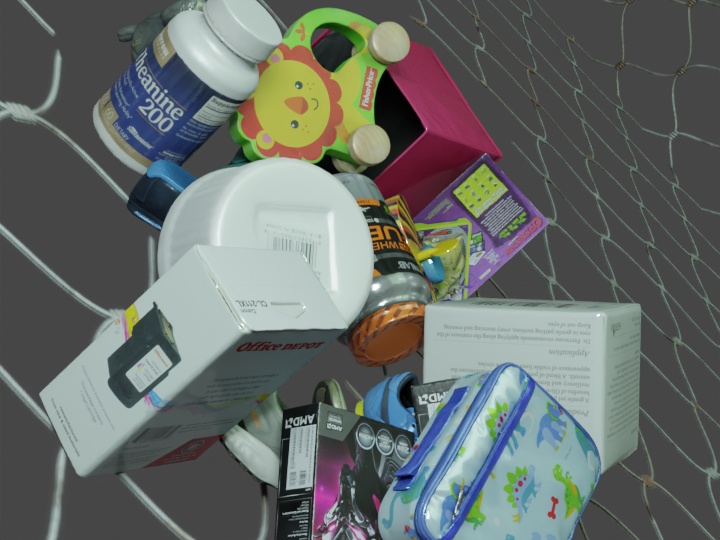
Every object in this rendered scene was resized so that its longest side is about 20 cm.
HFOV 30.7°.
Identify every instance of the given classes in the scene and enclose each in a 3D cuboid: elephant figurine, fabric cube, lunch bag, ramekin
[{"bbox_3d":[-0.159,-0.223,1.519,0.200,0.141,0.156,18,52,-39],"label":"elephant figurine"},{"bbox_3d":[0.019,-0.172,1.658,0.199,0.196,0.200,5,48,-56],"label":"fabric cube"},{"bbox_3d":[0.114,0.190,1.134,0.161,0.082,0.200,47,55,-16],"label":"lunch bag"},{"bbox_3d":[-0.083,-0.012,1.252,0.200,0.098,0.201,8,75,-32],"label":"ramekin"}]

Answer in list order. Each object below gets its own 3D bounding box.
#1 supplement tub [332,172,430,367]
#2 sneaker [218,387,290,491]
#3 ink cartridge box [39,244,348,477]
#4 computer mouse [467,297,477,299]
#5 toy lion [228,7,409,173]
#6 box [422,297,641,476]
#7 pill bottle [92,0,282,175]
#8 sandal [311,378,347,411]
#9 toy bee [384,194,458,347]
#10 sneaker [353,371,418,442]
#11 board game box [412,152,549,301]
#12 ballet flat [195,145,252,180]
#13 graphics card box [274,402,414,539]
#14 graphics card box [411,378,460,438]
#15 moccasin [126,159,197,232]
[{"bbox_3d":[0.000,0.000,1.462,0.122,0.123,0.200,16,40,-50],"label":"supplement tub"},{"bbox_3d":[-0.039,0.178,1.167,0.200,0.079,0.074,45,-1,-14],"label":"sneaker"},{"bbox_3d":[-0.130,0.071,1.041,0.146,0.200,0.083,3,50,-58],"label":"ink cartridge box"},{"bbox_3d":[0.150,0.118,1.641,0.110,0.044,0.200,31,35,-25],"label":"computer mouse"},{"bbox_3d":[-0.055,-0.201,1.459,0.191,0.069,0.201,17,76,-23],"label":"toy lion"},{"bbox_3d":[0.190,0.119,1.424,0.200,0.199,0.172,-1,93,-66],"label":"box"},{"bbox_3d":[-0.177,-0.197,1.359,0.111,0.200,0.111,38,26,-22],"label":"pill bottle"},{"bbox_3d":[0.014,0.190,1.238,0.057,0.080,0.201,-31,92,-23],"label":"sandal"},{"bbox_3d":[0.066,0.007,1.545,0.200,0.131,0.109,48,16,4],"label":"toy bee"},{"bbox_3d":[0.048,0.187,1.323,0.066,0.078,0.200,32,30,-36],"label":"sneaker"},{"bbox_3d":[0.121,-0.035,1.626,0.120,0.200,0.032,48,6,1],"label":"board game box"},{"bbox_3d":[-0.129,-0.098,1.470,0.071,0.071,0.200,46,26,-5],"label":"ballet flat"},{"bbox_3d":[-0.013,0.222,1.101,0.125,0.051,0.201,24,60,-41],"label":"graphics card box"},{"bbox_3d":[0.096,0.204,1.246,0.125,0.051,0.201,22,57,-75],"label":"graphics card box"},{"bbox_3d":[-0.149,-0.032,1.330,0.200,0.068,0.081,42,17,-18],"label":"moccasin"}]
